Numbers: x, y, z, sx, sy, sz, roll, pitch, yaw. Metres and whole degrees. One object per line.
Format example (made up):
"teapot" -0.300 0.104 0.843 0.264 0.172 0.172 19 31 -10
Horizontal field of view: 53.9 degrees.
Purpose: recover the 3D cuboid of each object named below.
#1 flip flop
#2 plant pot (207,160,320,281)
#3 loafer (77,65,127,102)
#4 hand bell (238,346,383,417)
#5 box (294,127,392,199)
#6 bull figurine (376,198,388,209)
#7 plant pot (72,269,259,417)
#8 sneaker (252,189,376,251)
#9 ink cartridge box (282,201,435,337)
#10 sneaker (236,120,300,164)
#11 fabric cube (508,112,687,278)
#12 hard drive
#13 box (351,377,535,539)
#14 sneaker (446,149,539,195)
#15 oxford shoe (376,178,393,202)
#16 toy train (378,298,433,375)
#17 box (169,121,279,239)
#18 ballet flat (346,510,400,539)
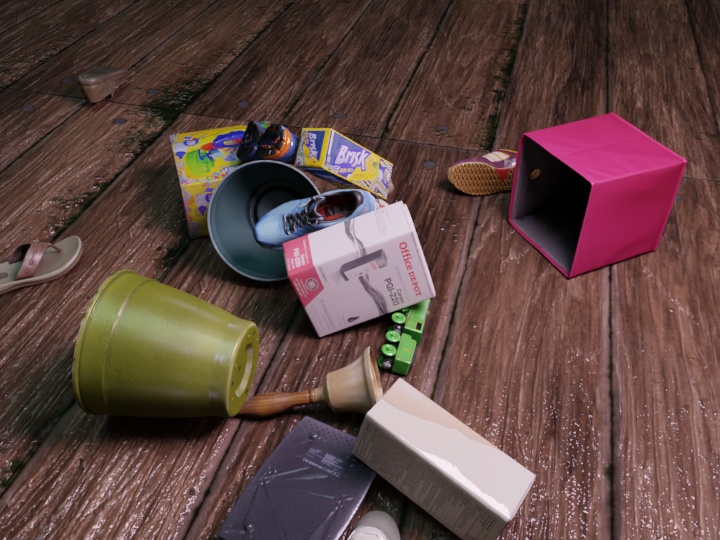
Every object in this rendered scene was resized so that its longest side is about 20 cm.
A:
"flip flop" -0.576 -0.015 1.216 0.199 0.058 0.081 -21 44 -24
"plant pot" -0.150 -0.094 1.231 0.199 0.201 0.134 3 12 3
"loafer" -0.643 -0.466 1.766 0.076 0.068 0.200 10 24 7
"hand bell" -0.072 0.177 0.981 0.199 0.104 0.104 -13 39 5
"box" -0.024 -0.181 1.220 0.064 0.070 0.200 8 -5 35
"bull figurine" 0.014 -0.053 1.238 0.065 0.122 0.200 -29 12 37
"plant pot" -0.246 0.116 0.955 0.192 0.201 0.201 12 40 7
"sneaker" -0.078 -0.090 1.104 0.199 0.090 0.079 -18 80 7
"ink cartridge box" 0.000 0.000 1.089 0.199 0.146 0.085 -21 40 3
"sneaker" -0.157 -0.213 1.250 0.078 0.076 0.200 24 1 -35
"fabric cube" 0.409 -0.139 1.260 0.199 0.197 0.200 -16 41 -19
"hard drive" -0.066 0.279 0.868 0.134 0.042 0.200 18 41 21
"box" 0.096 0.233 0.853 0.200 0.095 0.078 35 46 16
"sneaker" 0.264 -0.205 1.448 0.199 0.075 0.090 -2 31 -12
"oxford shoe" 0.005 -0.116 1.350 0.074 0.071 0.200 46 52 11
"toy train" 0.075 0.084 1.113 0.056 0.042 0.200 17 41 5
"box" -0.250 -0.178 1.367 0.199 0.122 0.193 -12 42 -14
"ballet flat" 0.000 0.339 0.778 0.067 0.064 0.200 13 41 15
